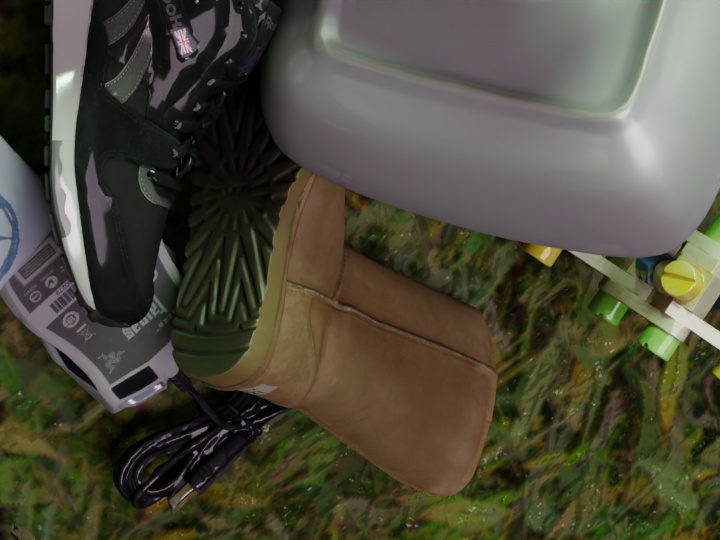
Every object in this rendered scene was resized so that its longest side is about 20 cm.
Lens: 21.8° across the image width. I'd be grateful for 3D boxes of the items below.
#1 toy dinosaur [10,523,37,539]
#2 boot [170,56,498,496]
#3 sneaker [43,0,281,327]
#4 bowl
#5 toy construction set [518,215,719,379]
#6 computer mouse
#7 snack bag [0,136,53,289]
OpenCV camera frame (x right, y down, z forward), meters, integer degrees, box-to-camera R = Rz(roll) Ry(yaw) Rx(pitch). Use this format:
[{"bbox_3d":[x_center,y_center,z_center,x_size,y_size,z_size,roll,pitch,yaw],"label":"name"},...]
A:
[{"bbox_3d":[-0.145,0.203,0.880,0.136,0.086,0.200,-49,147,12],"label":"toy dinosaur"},{"bbox_3d":[0.000,0.000,0.869,0.200,0.066,0.175,29,74,-52],"label":"boot"},{"bbox_3d":[-0.074,-0.078,0.719,0.087,0.076,0.200,-1,94,0],"label":"sneaker"},{"bbox_3d":[0.062,-0.118,0.739,0.075,0.199,0.200,44,62,-74],"label":"bowl"},{"bbox_3d":[0.113,-0.028,0.883,0.092,0.131,0.200,-45,130,-5],"label":"toy construction set"},{"bbox_3d":[-0.102,0.021,0.831,0.110,0.044,0.200,-41,132,-10],"label":"computer mouse"},{"bbox_3d":[-0.213,0.001,0.663,0.200,0.021,0.189,-54,139,-14],"label":"snack bag"}]
